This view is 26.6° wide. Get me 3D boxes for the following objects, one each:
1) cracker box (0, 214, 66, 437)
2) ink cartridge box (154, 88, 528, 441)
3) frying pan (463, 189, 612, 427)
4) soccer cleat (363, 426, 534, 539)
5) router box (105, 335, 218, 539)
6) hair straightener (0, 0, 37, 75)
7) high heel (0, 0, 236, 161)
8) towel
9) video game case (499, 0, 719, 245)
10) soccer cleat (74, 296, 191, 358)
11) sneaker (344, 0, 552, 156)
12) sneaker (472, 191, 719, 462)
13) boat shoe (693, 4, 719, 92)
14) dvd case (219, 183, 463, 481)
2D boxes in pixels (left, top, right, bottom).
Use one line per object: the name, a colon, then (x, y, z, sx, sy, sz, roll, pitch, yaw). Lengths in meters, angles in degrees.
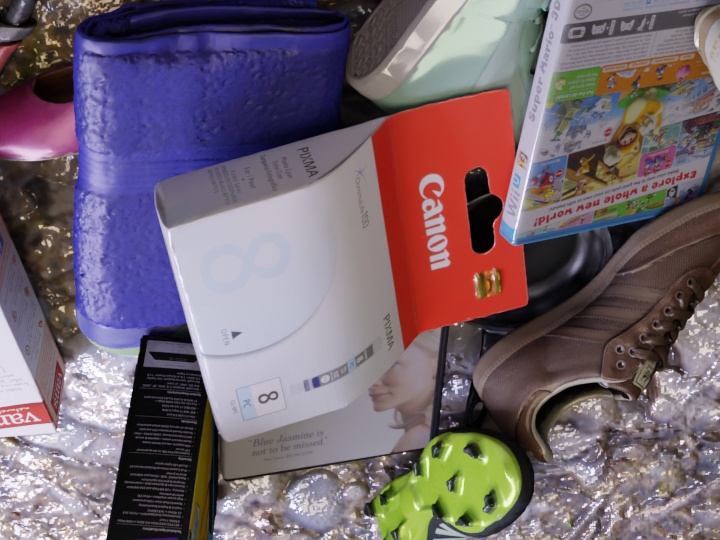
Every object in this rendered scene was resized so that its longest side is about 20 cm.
cracker box: (-0.269, 0.026, 0.918, 0.132, 0.058, 0.201, -5, 139, 4)
ink cartridge box: (0.000, 0.000, 0.833, 0.197, 0.048, 0.161, -15, 130, -6)
frying pan: (0.104, 0.018, 0.950, 0.113, 0.031, 0.191, -11, 131, 6)
soccer cleat: (0.070, 0.138, 0.967, 0.080, 0.068, 0.200, -11, 166, -25)
router box: (-0.120, 0.159, 0.943, 0.050, 0.151, 0.201, 5, 143, -1)
hair straightener: (-0.249, -0.107, 0.867, 0.076, 0.041, 0.200, 30, 124, -17)
high heel: (-0.138, -0.128, 0.840, 0.198, 0.068, 0.097, -19, 125, -2)
towel: (-0.088, -0.059, 0.844, 0.146, 0.050, 0.202, -4, 130, -16)
video game case: (0.155, -0.113, 0.831, 0.142, 0.018, 0.202, -12, 128, -30)
soccer cleat: (-0.080, 0.031, 0.956, 0.197, 0.066, 0.084, 8, 153, -9)
sneaker: (0.095, -0.151, 0.823, 0.118, 0.074, 0.201, 30, 112, -33)
sneaker: (0.164, 0.038, 0.914, 0.199, 0.076, 0.070, -38, 148, 12)
boat shoe: (0.254, -0.082, 0.858, 0.200, 0.063, 0.073, 29, 110, -41)
dvd case: (-0.015, 0.038, 0.901, 0.141, 0.018, 0.202, -7, 128, -14)
